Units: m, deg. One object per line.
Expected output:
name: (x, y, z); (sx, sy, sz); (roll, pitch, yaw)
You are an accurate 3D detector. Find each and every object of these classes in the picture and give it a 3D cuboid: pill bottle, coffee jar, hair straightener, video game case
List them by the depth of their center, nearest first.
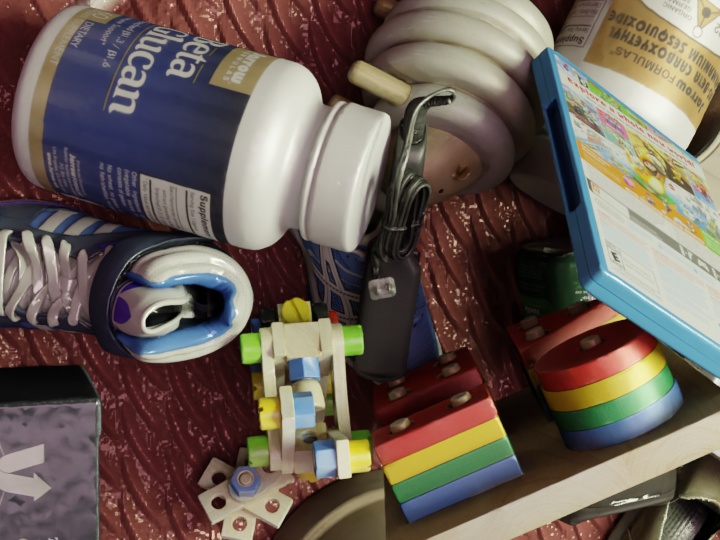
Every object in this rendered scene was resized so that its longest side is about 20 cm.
video game case: (0.164, -0.031, 0.684); (0.143, 0.201, 0.018); (30, 125, -26)
pill bottle: (-0.088, -0.077, 0.698); (0.199, 0.111, 0.112); (16, 91, 9)
hair straightener: (0.027, -0.013, 0.705); (0.041, 0.077, 0.201); (11, 123, -4)
pill bottle: (0.185, -0.134, 0.826); (0.114, 0.114, 0.201); (28, 87, -20)
coffee jar: (0.169, 0.076, 0.861); (0.104, 0.085, 0.202); (-7, 98, -21)

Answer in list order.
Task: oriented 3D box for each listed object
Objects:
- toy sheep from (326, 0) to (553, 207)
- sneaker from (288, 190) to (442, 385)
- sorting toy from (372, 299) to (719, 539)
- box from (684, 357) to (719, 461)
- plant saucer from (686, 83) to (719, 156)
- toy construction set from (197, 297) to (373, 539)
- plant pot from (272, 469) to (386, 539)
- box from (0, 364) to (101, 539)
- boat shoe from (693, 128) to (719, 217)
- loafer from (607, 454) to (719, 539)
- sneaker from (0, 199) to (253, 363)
toy sheep: (0.061, -0.126, 0.779); (0.137, 0.138, 0.201); (32, 66, -20)
sneaker: (0.000, 0.000, 0.797); (0.075, 0.077, 0.201); (-34, 107, -14)
sorting toy: (0.097, 0.080, 0.712); (0.198, 0.200, 0.070); (-24, 96, 3)
box: (0.320, 0.085, 0.860); (0.199, 0.041, 0.157); (31, 87, -28)
plant saucer: (0.332, -0.061, 0.931); (0.199, 0.032, 0.202); (-3, 98, -19)
toy construction set: (-0.043, 0.094, 0.749); (0.091, 0.200, 0.132); (1, 62, -20)
plant pot: (0.042, 0.249, 0.791); (0.198, 0.173, 0.202); (-2, 96, -20)
box: (-0.255, 0.164, 0.705); (0.198, 0.117, 0.198); (-1, 96, -18)
boat shoe: (0.261, -0.060, 0.848); (0.067, 0.057, 0.199); (42, 48, 22)
loafer: (0.262, 0.166, 0.912); (0.075, 0.070, 0.201); (32, 86, -20)
sneaker: (-0.161, 0.006, 0.703); (0.199, 0.146, 0.081); (7, 94, -20)
